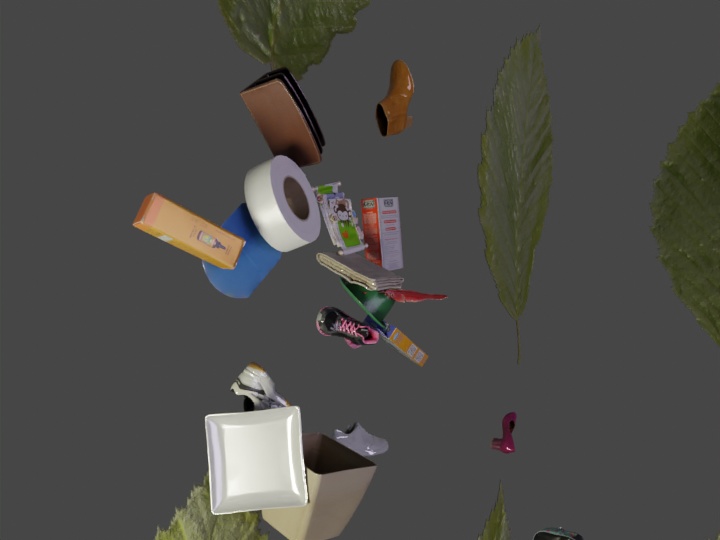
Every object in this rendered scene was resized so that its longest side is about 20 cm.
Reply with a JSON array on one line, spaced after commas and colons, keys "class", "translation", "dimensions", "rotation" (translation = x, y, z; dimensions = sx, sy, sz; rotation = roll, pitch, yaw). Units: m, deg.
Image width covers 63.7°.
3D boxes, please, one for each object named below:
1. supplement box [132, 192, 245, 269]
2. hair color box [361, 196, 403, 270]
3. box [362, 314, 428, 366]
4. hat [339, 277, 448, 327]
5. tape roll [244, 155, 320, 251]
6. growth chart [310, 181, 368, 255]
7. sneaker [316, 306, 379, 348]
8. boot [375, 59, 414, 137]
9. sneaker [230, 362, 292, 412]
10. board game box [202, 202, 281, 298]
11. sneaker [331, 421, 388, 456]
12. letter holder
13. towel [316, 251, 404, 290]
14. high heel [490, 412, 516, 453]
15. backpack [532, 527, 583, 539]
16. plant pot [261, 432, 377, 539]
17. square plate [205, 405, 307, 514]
[{"class": "supplement box", "translation": [-0.325, -0.071, 1.111], "dimensions": [0.199, 0.069, 0.067], "rotation": [30, 71, -30]}, {"class": "hair color box", "translation": [0.062, -0.100, 1.604], "dimensions": [0.101, 0.061, 0.202], "rotation": [-10, 97, -49]}, {"class": "box", "translation": [0.091, 0.184, 1.584], "dimensions": [0.042, 0.119, 0.200], "rotation": [-53, 131, -10]}, {"class": "hat", "translation": [0.074, 0.033, 1.477], "dimensions": [0.176, 0.166, 0.200], "rotation": [-43, 112, 4]}, {"class": "tape roll", "translation": [-0.167, -0.147, 1.272], "dimensions": [0.203, 0.070, 0.204], "rotation": [49, 31, -42]}, {"class": "growth chart", "translation": [-0.050, -0.133, 1.479], "dimensions": [0.144, 0.018, 0.202], "rotation": [-33, 102, -52]}, {"class": "sneaker", "translation": [-0.026, 0.145, 1.469], "dimensions": [0.199, 0.095, 0.080], "rotation": [29, 70, -44]}, {"class": "boot", "translation": [0.091, -0.487, 1.639], "dimensions": [0.144, 0.070, 0.203], "rotation": [-29, 116, -49]}, {"class": "sneaker", "translation": [-0.213, 0.296, 1.276], "dimensions": [0.088, 0.075, 0.201], "rotation": [-44, 119, -23]}, {"class": "board game box", "translation": [-0.259, -0.041, 1.243], "dimensions": [0.201, 0.039, 0.158], "rotation": [-54, 128, -27]}, {"class": "sneaker", "translation": [0.001, 0.441, 1.519], "dimensions": [0.199, 0.075, 0.089], "rotation": [11, 69, -48]}, {"class": "letter holder", "translation": [-0.149, -0.344, 1.298], "dimensions": [0.101, 0.141, 0.201], "rotation": [-51, 125, -37]}, {"class": "towel", "translation": [0.000, 0.000, 1.435], "dimensions": [0.132, 0.199, 0.035], "rotation": [-2, 115, -50]}, {"class": "high heel", "translation": [0.566, 0.605, 2.155], "dimensions": [0.200, 0.095, 0.068], "rotation": [-46, 122, -40]}, {"class": "backpack", "translation": [0.802, 1.137, 2.344], "dimensions": [0.150, 0.198, 0.180], "rotation": [12, 77, -53]}, {"class": "plant pot", "translation": [-0.113, 0.490, 1.297], "dimensions": [0.199, 0.199, 0.179], "rotation": [14, 91, -48]}, {"class": "square plate", "translation": [-0.212, 0.386, 1.188], "dimensions": [0.028, 0.198, 0.200], "rotation": [67, 18, -84]}]
